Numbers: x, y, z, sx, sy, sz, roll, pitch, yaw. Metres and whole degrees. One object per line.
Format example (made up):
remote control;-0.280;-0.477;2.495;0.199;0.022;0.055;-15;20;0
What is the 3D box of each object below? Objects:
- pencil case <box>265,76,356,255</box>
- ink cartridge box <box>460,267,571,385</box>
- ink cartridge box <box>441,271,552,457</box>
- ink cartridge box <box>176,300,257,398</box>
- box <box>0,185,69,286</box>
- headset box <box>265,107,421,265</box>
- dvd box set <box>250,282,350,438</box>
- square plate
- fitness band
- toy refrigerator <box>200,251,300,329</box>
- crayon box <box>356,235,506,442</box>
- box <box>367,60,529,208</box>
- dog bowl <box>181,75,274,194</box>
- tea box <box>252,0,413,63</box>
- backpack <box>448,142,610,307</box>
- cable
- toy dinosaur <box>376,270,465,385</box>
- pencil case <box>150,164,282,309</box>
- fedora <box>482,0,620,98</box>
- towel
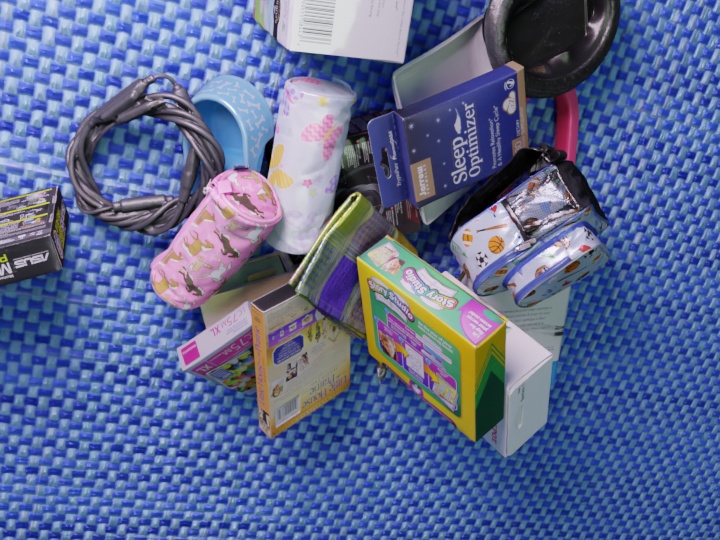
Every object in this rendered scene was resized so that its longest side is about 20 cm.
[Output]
pencil case;-0.059;-0.118;0.948;0.089;0.083;0.203;-6;118;-35
ink cartridge box;0.219;0.071;1.212;0.143;0.084;0.204;-4;115;-15
ink cartridge box;0.152;0.121;1.082;0.083;0.200;0.146;-31;139;-22
ink cartridge box;-0.132;0.113;1.085;0.118;0.042;0.199;-33;149;15
box;-0.430;-0.025;0.912;0.196;0.160;0.045;-16;117;-11
headset box;-0.012;-0.111;1.055;0.196;0.077;0.151;-16;118;-11
dvd box set;-0.071;0.099;1.046;0.145;0.029;0.203;-29;134;-35
square plate;0.114;-0.193;1.042;0.198;0.028;0.203;-40;128;-35
fitness band;0.236;-0.166;1.112;0.142;0.037;0.203;-18;121;-28
toy refrigerator;-0.115;0.019;1.084;0.196;0.076;0.071;-15;118;-10
crayon box;0.084;0.080;0.985;0.058;0.199;0.175;-32;139;-25
box;0.109;-0.153;0.970;0.197;0.032;0.123;-24;128;-13
dog bowl;-0.159;-0.125;0.979;0.110;0.050;0.203;13;119;23
tea box;-0.027;-0.345;0.870;0.131;0.197;0.204;1;114;-19
backpack;0.214;-0.038;1.042;0.188;0.156;0.199;-27;159;20
cable;-0.252;-0.122;0.959;0.198;0.051;0.164;-31;110;19
toy dinosaur;0.071;0.058;1.176;0.200;0.077;0.103;-44;140;-9
pencil case;-0.171;-0.033;0.951;0.087;0.083;0.200;50;130;5
fedora;0.222;-0.315;1.023;0.197;0.091;0.204;-10;115;-23
towel;0.000;0.000;1.015;0.145;0.023;0.200;-55;147;-5
